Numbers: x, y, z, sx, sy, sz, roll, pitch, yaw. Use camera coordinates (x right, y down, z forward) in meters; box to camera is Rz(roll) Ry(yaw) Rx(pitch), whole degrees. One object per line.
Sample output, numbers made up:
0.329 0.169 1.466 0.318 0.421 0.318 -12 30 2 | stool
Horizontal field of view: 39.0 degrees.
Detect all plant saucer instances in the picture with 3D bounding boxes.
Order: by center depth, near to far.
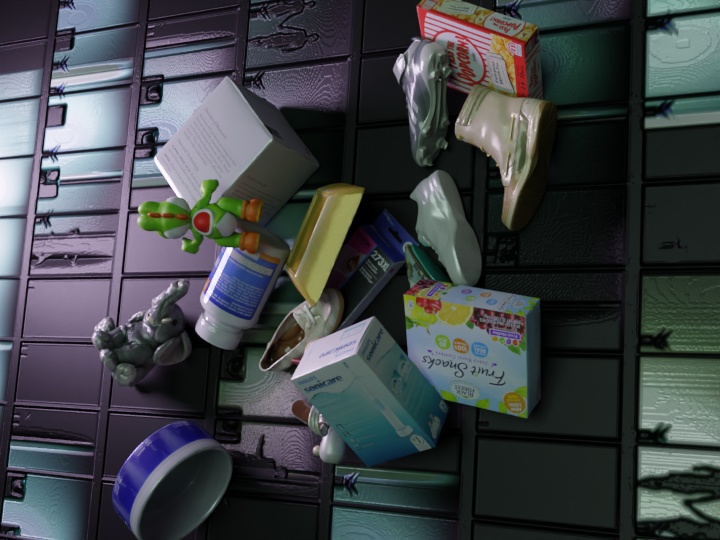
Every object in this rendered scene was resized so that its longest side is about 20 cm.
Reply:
-0.069 -0.054 1.652 0.048 0.200 0.203 23 92 -12 | plant saucer

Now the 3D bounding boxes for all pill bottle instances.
-0.208 0.028 1.744 0.111 0.111 0.203 34 104 28 | pill bottle

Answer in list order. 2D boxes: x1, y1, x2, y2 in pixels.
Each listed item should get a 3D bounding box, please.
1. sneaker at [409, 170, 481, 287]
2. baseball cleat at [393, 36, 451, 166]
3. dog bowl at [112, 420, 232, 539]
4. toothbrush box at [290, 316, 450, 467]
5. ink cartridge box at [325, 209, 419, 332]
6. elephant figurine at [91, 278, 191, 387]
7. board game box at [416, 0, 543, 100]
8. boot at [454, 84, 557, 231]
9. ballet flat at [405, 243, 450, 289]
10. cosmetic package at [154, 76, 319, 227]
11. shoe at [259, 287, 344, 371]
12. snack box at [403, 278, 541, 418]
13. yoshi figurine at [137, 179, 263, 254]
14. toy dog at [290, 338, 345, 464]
0.130 -0.052 1.619 0.088 0.075 0.204 -30 61 33 | sneaker
0.098 -0.275 1.647 0.106 0.069 0.204 33 125 41 | baseball cleat
-0.311 0.355 1.693 0.078 0.199 0.202 35 97 31 | dog bowl
0.016 0.186 1.535 0.145 0.201 0.086 -25 25 39 | toothbrush box
0.000 0.000 1.690 0.200 0.037 0.095 -48 63 10 | ink cartridge box
-0.365 0.114 1.816 0.198 0.155 0.143 -32 102 -8 | elephant figurine
0.188 -0.338 1.586 0.198 0.153 0.046 27 63 30 | board game box
0.214 -0.177 1.580 0.154 0.072 0.204 23 113 37 | boot
0.125 0.044 1.600 0.200 0.069 0.072 44 110 24 | ballet flat
-0.213 -0.188 1.762 0.200 0.164 0.166 -44 64 13 | cosmetic package
-0.099 0.104 1.685 0.200 0.053 0.070 -47 66 28 | shoe
0.168 0.114 1.518 0.197 0.068 0.172 11 119 30 | snack box
-0.258 -0.082 1.646 0.195 0.113 0.114 6 52 -5 | yoshi figurine
-0.071 0.204 1.641 0.095 0.132 0.203 -10 51 26 | toy dog
